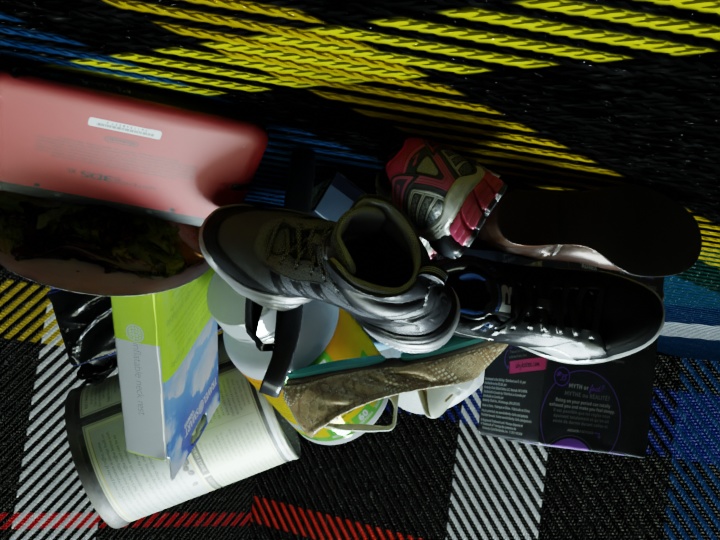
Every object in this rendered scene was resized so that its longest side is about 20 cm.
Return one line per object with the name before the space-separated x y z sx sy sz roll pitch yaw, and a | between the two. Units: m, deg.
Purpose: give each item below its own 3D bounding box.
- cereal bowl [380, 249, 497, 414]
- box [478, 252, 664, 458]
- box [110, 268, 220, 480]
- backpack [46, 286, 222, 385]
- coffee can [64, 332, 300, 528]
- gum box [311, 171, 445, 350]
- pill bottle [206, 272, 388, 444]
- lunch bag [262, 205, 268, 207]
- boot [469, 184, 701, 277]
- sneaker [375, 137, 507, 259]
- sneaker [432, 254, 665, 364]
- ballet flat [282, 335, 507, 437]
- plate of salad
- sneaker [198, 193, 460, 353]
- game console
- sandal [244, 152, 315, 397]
cereal bowl | 0.070 0.043 1.167 0.083 0.202 0.199 35 161 -29
box | 0.190 0.057 1.003 0.120 0.204 0.106 10 174 -24
box | -0.162 0.063 0.959 0.047 0.203 0.122 10 -148 12
backpack | -0.189 0.009 1.110 0.197 0.137 0.183 -17 -172 19
coffee can | -0.177 0.155 1.127 0.197 0.149 0.146 -20 173 2
gum box | 0.000 0.000 1.009 0.169 0.045 0.200 36 158 -14
pill bottle | -0.057 0.066 1.014 0.110 0.112 0.201 5 149 31
lunch bag | -0.067 0.043 1.245 0.148 0.204 0.094 10 175 -24
boot | 0.147 -0.034 0.902 0.183 0.065 0.200 10 177 -17
sneaker | 0.042 -0.056 0.801 0.074 0.081 0.200 36 169 -6
sneaker | 0.130 0.030 0.842 0.196 0.074 0.112 4 176 14
ballet flat | 0.035 0.097 0.935 0.197 0.066 0.071 -13 -177 6
plate of salad | -0.204 -0.045 0.866 0.197 0.049 0.201 12 -149 -7
sneaker | -0.025 -0.015 0.755 0.197 0.076 0.114 20 159 13
game console | -0.180 -0.109 0.822 0.197 0.120 0.173 9 143 -18
sandal | -0.065 0.004 0.857 0.042 0.203 0.076 7 151 -7
